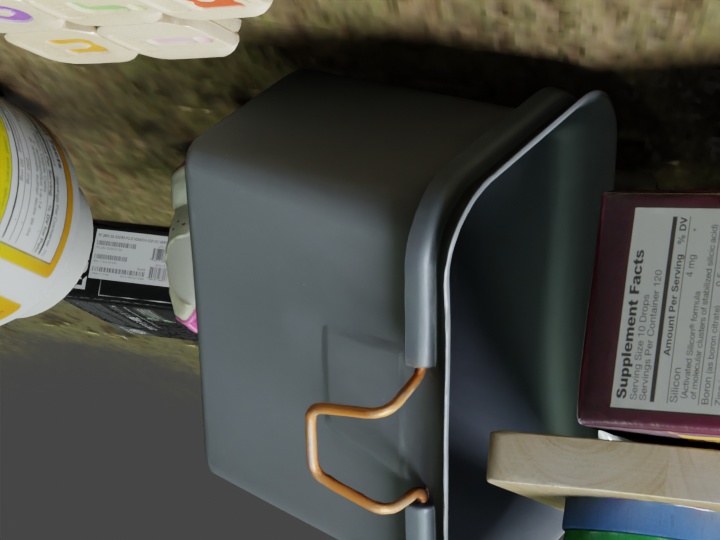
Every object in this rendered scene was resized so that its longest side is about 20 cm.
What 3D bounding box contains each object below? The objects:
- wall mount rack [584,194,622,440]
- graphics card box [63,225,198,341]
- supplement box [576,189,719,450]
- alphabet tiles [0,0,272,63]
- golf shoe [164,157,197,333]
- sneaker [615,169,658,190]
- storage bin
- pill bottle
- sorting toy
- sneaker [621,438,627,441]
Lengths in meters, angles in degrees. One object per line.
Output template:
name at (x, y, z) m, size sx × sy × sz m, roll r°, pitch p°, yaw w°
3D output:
wall mount rack at (0.140, 0.030, 0.898) m, size 0.173 × 0.075 × 0.200 m, roll 31°, pitch 130°, yaw -10°
graphics card box at (-0.068, 0.015, 1.275) m, size 0.199 × 0.051 × 0.125 m, roll 4°, pitch 170°, yaw 17°
supplement box at (0.187, 0.026, 0.715) m, size 0.199 × 0.086 × 0.110 m, roll 1°, pitch 168°, yaw 38°
alphabet tiles at (-0.137, -0.108, 0.731) m, size 0.195 × 0.015 × 0.200 m, roll 2°, pitch 168°, yaw 38°
golf shoe at (0.000, 0.000, 0.997) m, size 0.199 × 0.092 × 0.075 m, roll 7°, pitch 168°, yaw 20°
sneaker at (0.033, -0.035, 0.895) m, size 0.199 × 0.071 × 0.093 m, roll 12°, pitch 153°, yaw -7°
storage bin at (0.005, 0.024, 0.814) m, size 0.134 × 0.201 × 0.146 m, roll 18°, pitch -143°, yaw 29°
pill bottle at (-0.195, -0.035, 0.924) m, size 0.109 × 0.110 × 0.200 m, roll 5°, pitch 169°, yaw 21°
sorting toy at (0.166, 0.115, 0.786) m, size 0.198 × 0.070 × 0.200 m, roll 4°, pitch 170°, yaw 22°
sneaker at (0.116, 0.061, 1.129) m, size 0.199 × 0.076 × 0.079 m, roll 5°, pitch 158°, yaw -20°
